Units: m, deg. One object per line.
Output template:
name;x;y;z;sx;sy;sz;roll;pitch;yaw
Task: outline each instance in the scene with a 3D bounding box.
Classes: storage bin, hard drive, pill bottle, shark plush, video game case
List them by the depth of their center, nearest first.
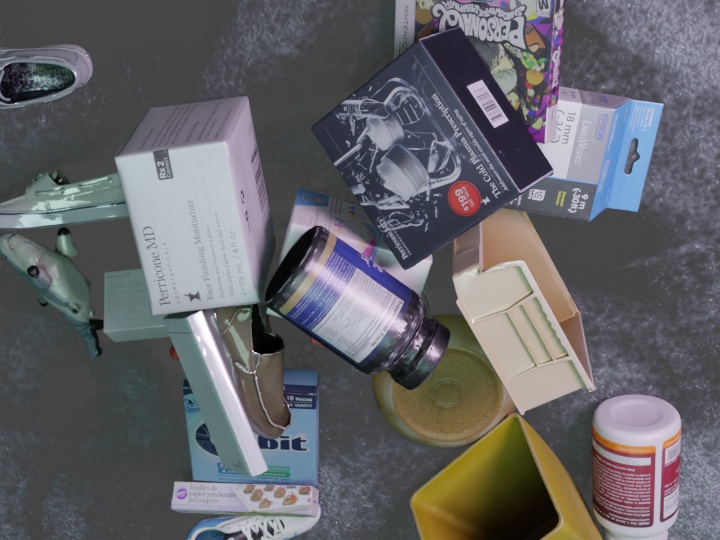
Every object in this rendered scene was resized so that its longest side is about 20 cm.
pill bottle;-0.001;0.047;1.446;0.200;0.112;0.112;35;111;-12
video game case;0.131;-0.247;1.446;0.199;0.036;0.182;13;114;26
hard drive;-0.175;0.144;1.511;0.027;0.132;0.201;-24;96;-20
storage bin;0.189;0.034;1.523;0.094;0.200;0.199;-25;110;15
shark plush;-0.387;0.025;1.641;0.083;0.091;0.200;-9;136;30
pill bottle;0.360;0.274;1.663;0.113;0.113;0.201;-2;113;4

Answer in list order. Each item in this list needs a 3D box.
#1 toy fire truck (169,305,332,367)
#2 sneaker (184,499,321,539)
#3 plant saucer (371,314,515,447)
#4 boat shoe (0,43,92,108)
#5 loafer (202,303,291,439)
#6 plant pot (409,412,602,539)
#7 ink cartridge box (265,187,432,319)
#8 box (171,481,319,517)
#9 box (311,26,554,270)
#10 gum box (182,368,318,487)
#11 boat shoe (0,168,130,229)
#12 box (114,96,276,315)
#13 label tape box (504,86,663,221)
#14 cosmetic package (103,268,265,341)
toy fire truck;-0.133;0.087;1.643;0.199;0.049;0.141;24;112;-6
sneaker;-0.147;0.360;1.750;0.199;0.073;0.072;-18;110;9
plant saucer;0.114;0.155;1.667;0.199;0.035;0.201;1;114;3
boat shoe;-0.421;-0.229;1.509;0.200;0.072;0.070;-8;113;6
loafer;-0.122;0.114;1.514;0.069;0.075;0.200;-15;115;17
plant pot;0.212;0.347;1.665;0.200;0.200;0.176;-42;126;18
ink cartridge box;0.000;0.000;1.556;0.199;0.129;0.126;15;113;-5
box;-0.156;0.311;1.721;0.199;0.041;0.039;0;71;13
box;0.080;-0.136;1.431;0.182;0.104;0.200;-35;87;36
gum box;-0.140;0.205;1.660;0.169;0.045;0.200;3;136;2
boat shoe;-0.379;-0.090;1.576;0.199;0.071;0.070;-6;90;8
box;-0.187;-0.080;1.492;0.130;0.200;0.200;-8;112;6
label tape box;0.253;-0.140;1.517;0.199;0.063;0.145;9;113;0
cosmetic package;-0.221;0.037;1.604;0.199;0.051;0.083;-5;71;7
